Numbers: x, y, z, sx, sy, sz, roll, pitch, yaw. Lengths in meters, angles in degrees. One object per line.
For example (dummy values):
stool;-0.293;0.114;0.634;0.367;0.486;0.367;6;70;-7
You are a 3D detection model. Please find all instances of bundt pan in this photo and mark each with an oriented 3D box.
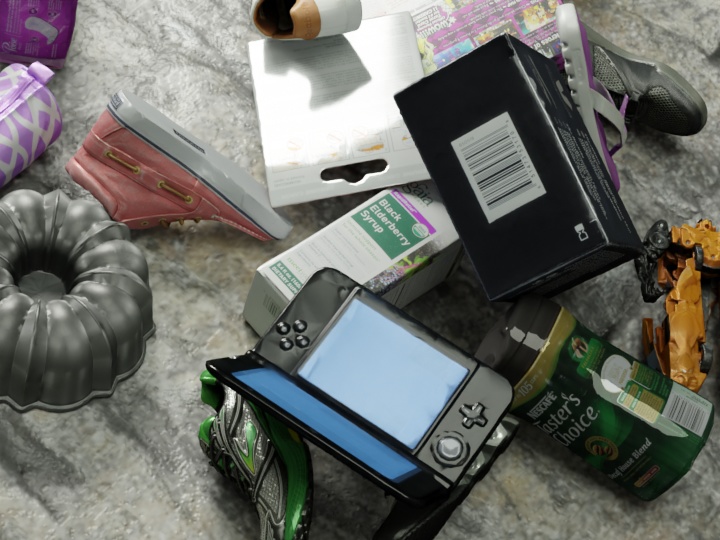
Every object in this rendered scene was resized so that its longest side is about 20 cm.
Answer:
bundt pan;-0.265;0.013;1.576;0.200;0.076;0.203;7;54;-10

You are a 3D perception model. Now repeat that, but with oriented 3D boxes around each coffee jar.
coffee jar;0.192;0.106;1.610;0.199;0.104;0.086;32;54;-2

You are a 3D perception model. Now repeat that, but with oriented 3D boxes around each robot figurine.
robot figurine;0.315;0.042;1.735;0.144;0.058;0.201;10;54;-9

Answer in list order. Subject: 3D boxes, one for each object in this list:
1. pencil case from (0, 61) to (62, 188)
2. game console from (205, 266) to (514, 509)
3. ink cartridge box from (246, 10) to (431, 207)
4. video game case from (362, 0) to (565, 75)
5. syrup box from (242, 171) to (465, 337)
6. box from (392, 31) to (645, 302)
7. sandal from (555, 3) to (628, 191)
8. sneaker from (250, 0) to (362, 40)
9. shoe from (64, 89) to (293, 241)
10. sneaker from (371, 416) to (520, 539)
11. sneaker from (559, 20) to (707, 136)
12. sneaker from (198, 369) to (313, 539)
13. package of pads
pencil case;-0.343;-0.097;1.625;0.084;0.086;0.200;32;52;15
game console;0.005;0.086;1.484;0.199;0.117;0.176;33;65;12
ink cartridge box;-0.014;-0.139;1.740;0.159;0.047;0.201;-10;56;0
video game case;0.092;-0.236;1.831;0.199;0.036;0.182;-27;63;-2
syrup box;0.000;0.000;1.658;0.199;0.082;0.079;-33;71;-31
box;0.142;-0.082;1.644;0.117;0.200;0.198;-27;80;16
sandal;0.225;-0.154;1.766;0.049;0.204;0.083;-14;32;10
sneaker;-0.079;-0.262;1.781;0.084;0.073;0.200;-18;25;-22
shoe;-0.160;-0.067;1.672;0.200;0.091;0.072;36;12;-21
sneaker;0.046;0.168;1.562;0.088;0.074;0.200;36;44;10
sneaker;0.235;-0.168;1.852;0.199;0.076;0.114;31;55;11
sneaker;-0.086;0.158;1.535;0.085;0.078;0.201;-6;48;-12
package of pads;-0.295;-0.300;1.760;0.075;0.121;0.201;6;54;-12
